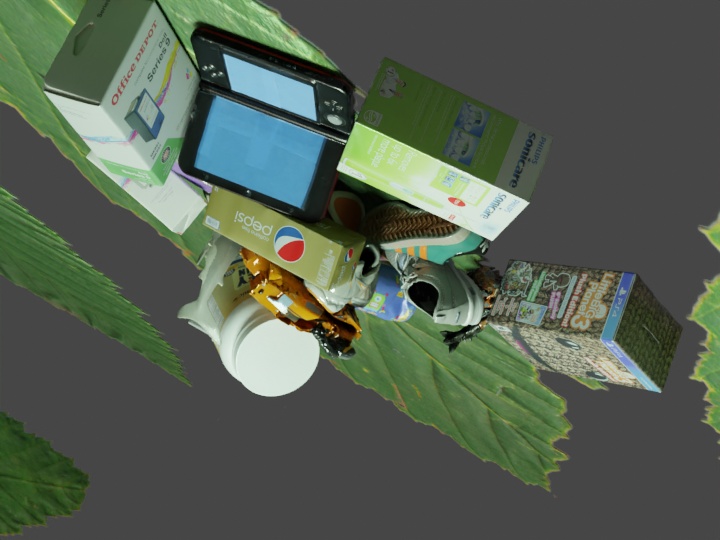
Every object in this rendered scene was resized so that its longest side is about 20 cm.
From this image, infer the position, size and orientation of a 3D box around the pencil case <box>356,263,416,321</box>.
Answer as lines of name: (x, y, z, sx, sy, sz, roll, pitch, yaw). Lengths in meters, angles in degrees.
pencil case: (-0.008, 0.024, 1.712, 0.198, 0.087, 0.078, 14, -155, -26)

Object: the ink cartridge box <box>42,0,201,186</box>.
ink cartridge box: (-0.272, -0.213, 1.332, 0.087, 0.146, 0.200, 16, 161, 19)

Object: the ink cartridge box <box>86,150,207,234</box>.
ink cartridge box: (-0.319, -0.142, 1.620, 0.200, 0.068, 0.116, 42, 177, -1)

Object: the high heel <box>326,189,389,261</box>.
high heel: (-0.030, -0.059, 1.601, 0.095, 0.068, 0.200, 7, 157, 32)

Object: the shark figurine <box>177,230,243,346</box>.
shark figurine: (-0.176, -0.017, 1.548, 0.089, 0.216, 0.128, 21, 139, -13)

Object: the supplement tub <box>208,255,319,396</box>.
supplement tub: (-0.145, 0.079, 1.631, 0.144, 0.145, 0.200, 34, -171, -31)

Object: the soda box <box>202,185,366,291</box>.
soda box: (-0.096, -0.049, 1.411, 0.199, 0.065, 0.068, 28, -158, 21)

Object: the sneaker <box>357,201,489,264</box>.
sneaker: (0.083, -0.042, 1.499, 0.199, 0.072, 0.080, 4, 151, 46)

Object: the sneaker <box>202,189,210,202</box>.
sneaker: (-0.154, -0.086, 1.710, 0.200, 0.078, 0.086, 39, 171, -22)

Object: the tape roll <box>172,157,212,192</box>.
tape roll: (-0.179, -0.159, 1.510, 0.198, 0.066, 0.200, 22, 162, 7)

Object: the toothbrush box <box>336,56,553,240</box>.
toothbrush box: (0.087, -0.127, 1.221, 0.198, 0.087, 0.146, 23, 163, -4)

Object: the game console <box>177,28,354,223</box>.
game console: (-0.118, -0.166, 1.316, 0.198, 0.120, 0.173, 21, 163, 8)

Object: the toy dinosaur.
toy dinosaur: (0.171, 0.050, 1.610, 0.135, 0.103, 0.200, -27, 139, 9)

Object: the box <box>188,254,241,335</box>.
box: (-0.162, 0.033, 1.803, 0.124, 0.201, 0.097, 33, 171, -31)

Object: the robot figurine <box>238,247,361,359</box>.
robot figurine: (-0.073, 0.039, 1.516, 0.199, 0.058, 0.146, 35, -159, -34)

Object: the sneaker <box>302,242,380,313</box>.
sneaker: (0.000, 0.000, 1.520, 0.076, 0.092, 0.200, 49, -163, 5)

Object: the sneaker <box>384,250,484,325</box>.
sneaker: (0.083, 0.004, 1.525, 0.081, 0.075, 0.200, -7, -147, -32)

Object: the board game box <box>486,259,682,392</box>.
board game box: (0.299, 0.072, 1.509, 0.199, 0.098, 0.159, 7, 157, 43)
